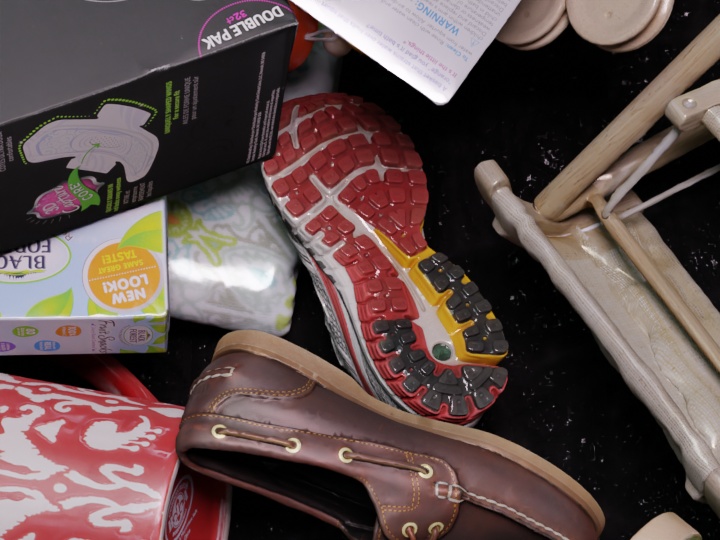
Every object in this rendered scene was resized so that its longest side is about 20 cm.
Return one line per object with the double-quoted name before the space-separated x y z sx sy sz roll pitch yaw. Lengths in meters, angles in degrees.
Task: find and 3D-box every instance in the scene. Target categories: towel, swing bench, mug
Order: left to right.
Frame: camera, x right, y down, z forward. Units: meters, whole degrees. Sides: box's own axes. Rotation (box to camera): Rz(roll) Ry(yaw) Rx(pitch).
"mug" -0.167 0.089 0.969 0.200 0.133 0.178 6 68 14
"towel" -0.103 -0.072 1.050 0.171 0.048 0.200 10 65 2
"swing bench" 0.193 -0.008 0.919 0.200 0.130 0.199 -37 61 5

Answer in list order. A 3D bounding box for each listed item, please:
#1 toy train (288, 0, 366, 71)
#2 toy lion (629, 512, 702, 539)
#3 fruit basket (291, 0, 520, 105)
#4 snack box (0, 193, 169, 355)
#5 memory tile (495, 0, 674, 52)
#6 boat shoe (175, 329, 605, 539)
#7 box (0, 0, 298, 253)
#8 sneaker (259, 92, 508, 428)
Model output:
"toy train" -0.015 -0.176 0.987 0.150 0.056 0.200 28 96 39
"toy lion" 0.155 0.157 0.835 0.069 0.192 0.200 38 119 28
"fruit basket" 0.017 -0.199 0.891 0.185 0.094 0.200 35 81 1
"snack box" -0.166 -0.058 0.984 0.142 0.053 0.200 -1 65 -6
"memory tile" 0.093 -0.200 0.955 0.153 0.017 0.200 4 80 39
"boat shoe" 0.012 0.100 0.912 0.200 0.070 0.070 23 47 -1
"box" -0.151 -0.106 0.910 0.200 0.124 0.149 -21 69 -17
"sneaker" 0.000 0.000 0.985 0.078 0.082 0.200 -14 64 -20
